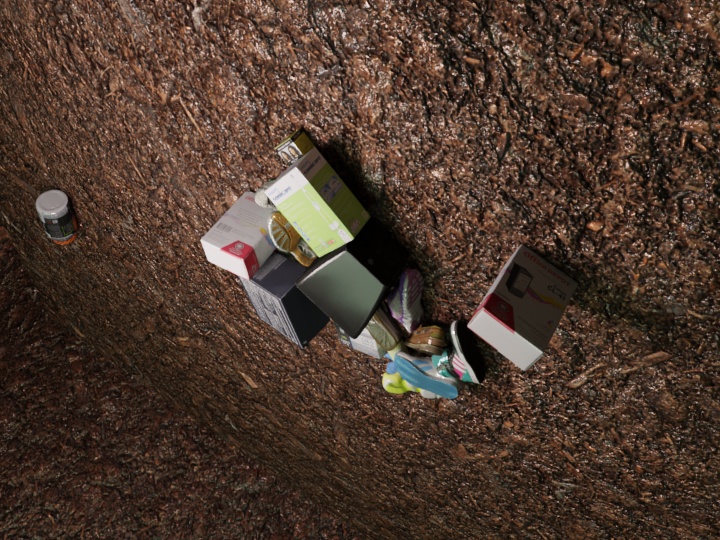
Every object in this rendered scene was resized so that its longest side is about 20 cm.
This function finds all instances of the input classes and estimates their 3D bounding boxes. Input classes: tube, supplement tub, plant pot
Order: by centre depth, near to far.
[{"bbox_3d":[0.000,0.000,1.619,0.200,0.200,0.177,43,137,-5],"label":"plant pot"},{"bbox_3d":[0.074,0.168,1.844,0.051,0.059,0.202,-20,126,14],"label":"tube"},{"bbox_3d":[-1.149,-0.198,2.596,0.121,0.123,0.202,30,145,13],"label":"supplement tub"}]

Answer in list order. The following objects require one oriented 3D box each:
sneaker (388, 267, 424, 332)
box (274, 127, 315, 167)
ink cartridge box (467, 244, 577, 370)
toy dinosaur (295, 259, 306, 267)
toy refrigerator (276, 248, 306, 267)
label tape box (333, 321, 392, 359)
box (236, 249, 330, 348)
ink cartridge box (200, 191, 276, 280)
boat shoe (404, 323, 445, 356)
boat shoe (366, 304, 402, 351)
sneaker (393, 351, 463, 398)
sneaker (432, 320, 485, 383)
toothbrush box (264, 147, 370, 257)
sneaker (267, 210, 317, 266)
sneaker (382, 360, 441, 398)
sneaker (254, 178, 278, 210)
[{"bbox_3d":[0.105,0.066,1.686,0.087,0.080,0.203,30,147,28],"label":"sneaker"},{"bbox_3d":[-0.107,-0.225,1.579,0.074,0.050,0.201,-16,118,49],"label":"box"},{"bbox_3d":[0.322,0.069,1.351,0.146,0.201,0.086,35,146,6],"label":"ink cartridge box"},{"bbox_3d":[-0.104,-0.025,1.796,0.201,0.102,0.077,52,-168,3],"label":"toy dinosaur"},{"bbox_3d":[-0.154,0.005,1.877,0.075,0.070,0.203,6,133,41],"label":"toy refrigerator"},{"bbox_3d":[0.007,0.185,1.930,0.141,0.066,0.203,18,139,31],"label":"label tape box"},{"bbox_3d":[-0.203,0.067,1.818,0.196,0.123,0.203,29,151,38],"label":"box"},{"bbox_3d":[-0.292,-0.093,1.769,0.145,0.201,0.087,22,144,24],"label":"ink cartridge box"},{"bbox_3d":[0.169,0.172,1.715,0.070,0.070,0.200,19,173,-15],"label":"boat shoe"},{"bbox_3d":[0.035,0.111,1.750,0.072,0.066,0.202,-40,84,33],"label":"boat shoe"},{"bbox_3d":[0.181,0.268,1.826,0.196,0.081,0.078,24,136,18],"label":"sneaker"},{"bbox_3d":[0.230,0.204,1.715,0.118,0.084,0.203,-2,130,34],"label":"sneaker"},{"bbox_3d":[-0.097,-0.149,1.536,0.201,0.087,0.144,48,142,-14],"label":"toothbrush box"},{"bbox_3d":[-0.175,-0.088,1.677,0.088,0.075,0.200,54,-178,42],"label":"sneaker"},{"bbox_3d":[0.159,0.290,1.902,0.194,0.107,0.077,8,134,-5],"label":"sneaker"},{"bbox_3d":[-0.193,-0.178,1.678,0.196,0.085,0.080,7,114,38],"label":"sneaker"}]
